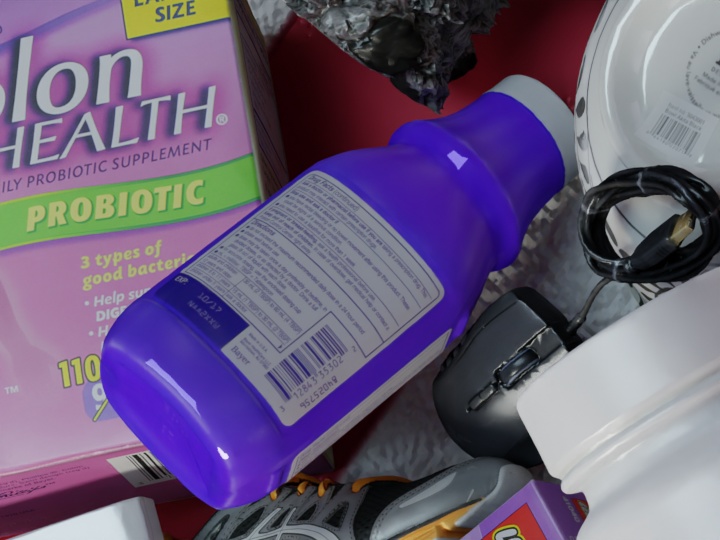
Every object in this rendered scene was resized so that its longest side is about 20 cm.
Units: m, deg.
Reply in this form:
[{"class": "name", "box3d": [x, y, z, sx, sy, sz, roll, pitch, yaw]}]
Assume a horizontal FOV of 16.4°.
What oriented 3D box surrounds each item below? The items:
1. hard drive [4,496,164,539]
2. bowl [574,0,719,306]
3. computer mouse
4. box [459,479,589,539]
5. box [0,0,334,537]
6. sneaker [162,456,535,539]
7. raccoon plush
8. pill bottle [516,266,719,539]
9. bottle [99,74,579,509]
[{"class": "hard drive", "box3d": [-0.116, 0.202, 0.949, 0.132, 0.027, 0.201, -19, 77, 9]}, {"class": "bowl", "box3d": [0.143, -0.060, 0.863, 0.200, 0.094, 0.201, -10, 74, 37]}, {"class": "computer mouse", "box3d": [0.071, 0.021, 0.880, 0.059, 0.034, 0.200, 54, 148, 14]}, {"class": "box", "box3d": [0.065, 0.193, 0.861, 0.137, 0.039, 0.200, -42, 58, 23]}, {"class": "box", "box3d": [-0.116, -0.007, 1.006, 0.175, 0.097, 0.201, -11, 71, 5]}, {"class": "sneaker", "box3d": [-0.017, 0.110, 0.965, 0.200, 0.078, 0.077, -29, 59, 31]}, {"class": "raccoon plush", "box3d": [0.010, -0.158, 0.950, 0.200, 0.097, 0.134, 38, 98, 3]}, {"class": "pill bottle", "box3d": [0.139, 0.104, 0.790, 0.113, 0.113, 0.200, -37, 76, 26]}, {"class": "bottle", "box3d": [0.000, 0.000, 0.914, 0.084, 0.200, 0.065, 43, 153, 15]}]
